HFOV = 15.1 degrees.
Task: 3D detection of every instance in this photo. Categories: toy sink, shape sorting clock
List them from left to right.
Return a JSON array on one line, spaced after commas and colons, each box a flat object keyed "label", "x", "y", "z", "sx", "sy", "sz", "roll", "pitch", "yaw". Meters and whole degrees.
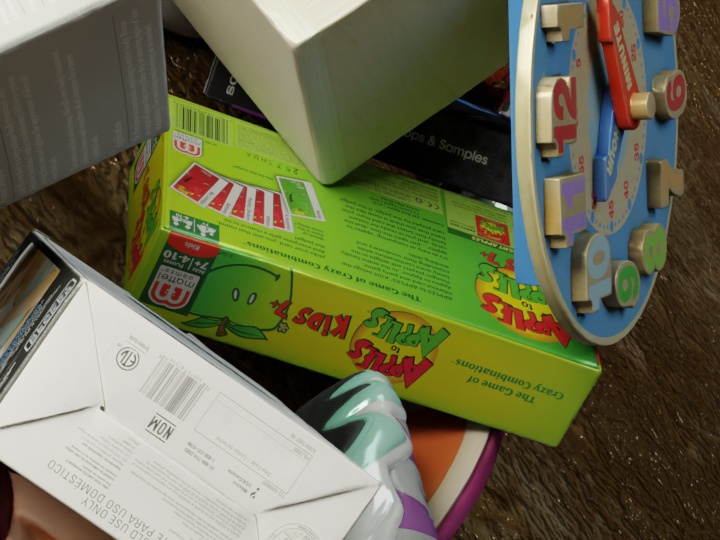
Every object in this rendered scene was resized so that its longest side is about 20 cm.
[{"label": "toy sink", "x": -0.033, "y": -0.162, "z": 1.147, "sx": 0.200, "sy": 0.112, "sz": 0.130, "roll": 51, "pitch": -11, "yaw": 22}, {"label": "shape sorting clock", "x": 0.105, "y": -0.069, "z": 1.142, "sx": 0.200, "sy": 0.039, "sz": 0.201, "roll": -7, "pitch": 98, "yaw": -62}]

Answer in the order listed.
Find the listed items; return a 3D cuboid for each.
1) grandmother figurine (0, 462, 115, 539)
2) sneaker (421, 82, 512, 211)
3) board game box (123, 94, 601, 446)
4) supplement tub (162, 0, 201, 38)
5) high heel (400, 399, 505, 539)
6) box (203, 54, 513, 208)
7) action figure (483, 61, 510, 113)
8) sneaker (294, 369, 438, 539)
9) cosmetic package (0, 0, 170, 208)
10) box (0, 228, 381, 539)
[{"label": "grandmother figurine", "x": -0.126, "y": 0.081, "z": 0.890, "sx": 0.200, "sy": 0.061, "sz": 0.121, "roll": 39, "pitch": 10, "yaw": -33}, {"label": "sneaker", "x": 0.084, "y": -0.050, "z": 1.472, "sx": 0.089, "sy": 0.074, "sz": 0.200, "roll": 45, "pitch": 33, "yaw": -15}, {"label": "board game box", "x": 0.000, "y": 0.000, "z": 1.165, "sx": 0.199, "sy": 0.048, "sz": 0.102, "roll": 18, "pitch": 34, "yaw": -15}, {"label": "supplement tub", "x": -0.082, "y": -0.228, "z": 1.319, "sx": 0.140, "sy": 0.140, "sz": 0.200, "roll": 6, "pitch": 50, "yaw": -60}, {"label": "high heel", "x": 0.046, "y": 0.084, "z": 1.225, "sx": 0.200, "sy": 0.067, "sz": 0.096, "roll": -70, "pitch": 148, "yaw": -49}, {"label": "box", "x": 0.041, "y": -0.064, "z": 1.297, "sx": 0.199, "sy": 0.036, "sz": 0.143, "roll": 19, "pitch": 7, "yaw": 17}, {"label": "action figure", "x": 0.047, "y": -0.103, "z": 1.256, "sx": 0.065, "sy": 0.052, "sz": 0.200, "roll": 10, "pitch": 3, "yaw": -26}, {"label": "sneaker", "x": 0.018, "y": 0.141, "z": 1.066, "sx": 0.140, "sy": 0.078, "sz": 0.200, "roll": 45, "pitch": 31, "yaw": -25}, {"label": "cosmetic package", "x": -0.162, "y": -0.054, "z": 0.815, "sx": 0.090, "sy": 0.199, "sz": 0.107, "roll": 62, "pitch": -14, "yaw": 19}, {"label": "box", "x": -0.072, "y": 0.049, "z": 0.903, "sx": 0.117, "sy": 0.060, "sz": 0.200, "roll": 36, "pitch": -2, "yaw": -13}]
